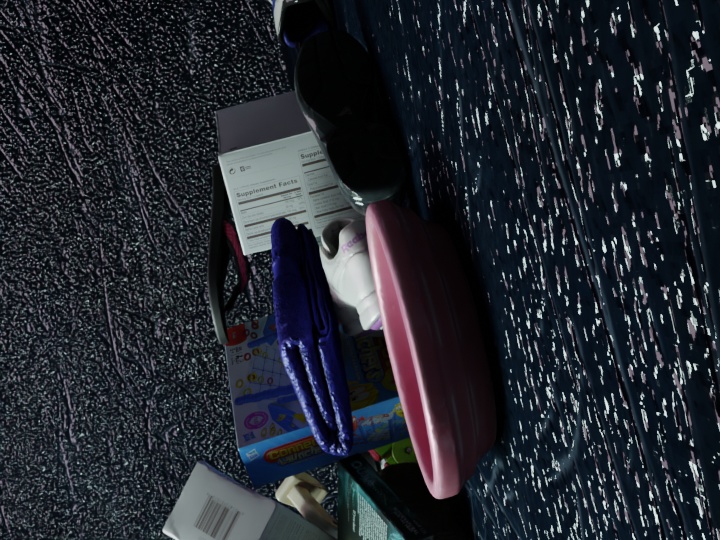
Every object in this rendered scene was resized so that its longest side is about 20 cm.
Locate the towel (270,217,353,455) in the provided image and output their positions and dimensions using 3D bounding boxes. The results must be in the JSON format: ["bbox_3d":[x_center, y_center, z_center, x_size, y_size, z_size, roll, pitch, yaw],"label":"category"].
[{"bbox_3d":[-0.040,0.056,0.988,0.201,0.049,0.149,-100,-8,-56],"label":"towel"}]

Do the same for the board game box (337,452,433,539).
[{"bbox_3d":[0.020,0.297,1.015,0.135,0.028,0.203,40,136,50],"label":"board game box"}]

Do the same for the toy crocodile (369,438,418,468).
[{"bbox_3d":[0.023,0.186,1.193,0.200,0.062,0.068,48,173,20],"label":"toy crocodile"}]

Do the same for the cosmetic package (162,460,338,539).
[{"bbox_3d":[-0.093,0.276,1.065,0.082,0.112,0.200,-61,-33,-13],"label":"cosmetic package"}]

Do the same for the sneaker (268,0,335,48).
[{"bbox_3d":[-0.078,-0.306,1.201,0.199,0.079,0.117,-168,67,-84],"label":"sneaker"}]

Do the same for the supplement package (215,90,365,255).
[{"bbox_3d":[-0.071,-0.119,1.151,0.200,0.153,0.113,-111,7,-67],"label":"supplement package"}]

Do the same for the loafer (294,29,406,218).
[{"bbox_3d":[-0.010,-0.120,0.891,0.073,0.072,0.202,74,-178,-55],"label":"loafer"}]

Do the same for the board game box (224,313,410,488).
[{"bbox_3d":[-0.037,0.110,1.096,0.201,0.193,0.057,-110,3,-56],"label":"board game box"}]

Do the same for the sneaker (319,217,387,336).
[{"bbox_3d":[0.006,0.002,0.913,0.101,0.074,0.200,59,170,3],"label":"sneaker"}]

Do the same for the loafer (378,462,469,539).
[{"bbox_3d":[0.059,0.259,1.054,0.200,0.075,0.069,-112,23,-69],"label":"loafer"}]

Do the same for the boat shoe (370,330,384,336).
[{"bbox_3d":[0.000,0.000,1.116,0.201,0.074,0.063,-113,8,-63],"label":"boat shoe"}]

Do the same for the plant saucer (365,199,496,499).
[{"bbox_3d":[0.049,0.049,0.715,0.201,0.050,0.204,167,90,-87],"label":"plant saucer"}]

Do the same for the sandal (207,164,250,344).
[{"bbox_3d":[-0.141,-0.022,1.147,0.075,0.044,0.204,98,172,-70],"label":"sandal"}]

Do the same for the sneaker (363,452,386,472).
[{"bbox_3d":[0.030,0.303,1.433,0.074,0.110,0.202,-106,5,-49],"label":"sneaker"}]

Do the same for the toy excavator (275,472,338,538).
[{"bbox_3d":[0.002,0.312,1.171,0.199,0.100,0.195,37,-176,-14],"label":"toy excavator"}]

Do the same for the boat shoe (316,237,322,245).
[{"bbox_3d":[-0.050,-0.058,1.317,0.074,0.061,0.199,62,-162,11],"label":"boat shoe"}]
